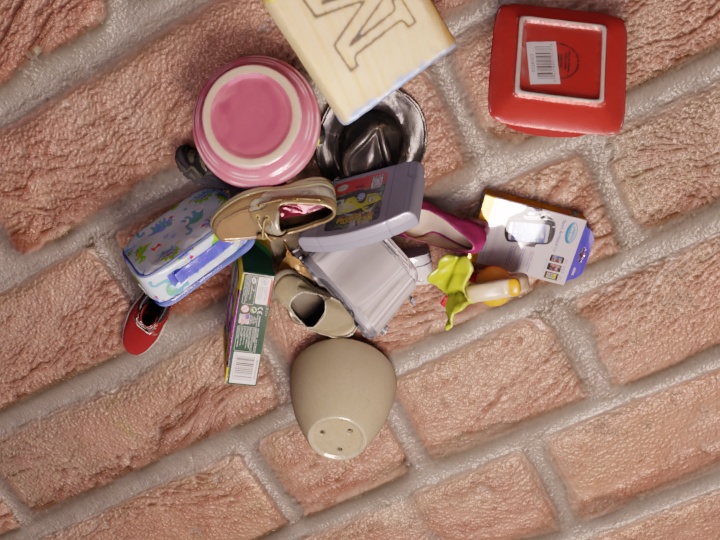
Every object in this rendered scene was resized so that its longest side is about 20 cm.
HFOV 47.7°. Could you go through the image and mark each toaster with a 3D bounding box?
[{"bbox_3d":[0.000,0.000,1.291,0.129,0.114,0.200,-42,83,-7],"label":"toaster"}]

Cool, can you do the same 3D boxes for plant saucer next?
[{"bbox_3d":[-0.159,-0.225,1.218,0.196,0.051,0.205,0,87,3],"label":"plant saucer"}]

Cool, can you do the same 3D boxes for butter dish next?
[{"bbox_3d":[0.282,-0.273,1.213,0.195,0.148,0.204,7,71,1],"label":"butter dish"}]

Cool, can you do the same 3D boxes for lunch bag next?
[{"bbox_3d":[-0.276,-0.039,1.307,0.199,0.160,0.083,-38,125,-14],"label":"lunch bag"}]

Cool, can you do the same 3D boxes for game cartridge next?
[{"bbox_3d":[0.000,-0.092,1.237,0.196,0.135,0.041,-13,137,24],"label":"game cartridge"}]

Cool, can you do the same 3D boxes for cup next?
[{"bbox_3d":[-0.034,0.244,1.426,0.196,0.144,0.204,1,124,2],"label":"cup"}]

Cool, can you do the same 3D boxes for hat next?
[{"bbox_3d":[0.014,-0.193,1.295,0.196,0.081,0.205,2,112,5],"label":"hat"}]

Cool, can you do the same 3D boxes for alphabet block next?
[{"bbox_3d":[-0.006,-0.355,1.159,0.195,0.196,0.201,-34,108,5],"label":"alphabet block"}]

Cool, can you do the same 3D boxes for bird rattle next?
[{"bbox_3d":[0.193,0.035,1.312,0.160,0.200,0.115,-6,85,19],"label":"bird rattle"}]

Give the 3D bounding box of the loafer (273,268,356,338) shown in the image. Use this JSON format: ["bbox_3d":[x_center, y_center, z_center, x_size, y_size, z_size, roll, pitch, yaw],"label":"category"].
[{"bbox_3d":[-0.074,0.071,1.384,0.199,0.069,0.076,31,106,-38],"label":"loafer"}]

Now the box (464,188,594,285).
[{"bbox_3d":[0.283,-0.053,1.353,0.196,0.042,0.121,14,113,-3],"label":"box"}]

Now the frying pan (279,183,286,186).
[{"bbox_3d":[-0.138,-0.116,1.315,0.189,0.031,0.117,33,120,33],"label":"frying pan"}]

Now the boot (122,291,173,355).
[{"bbox_3d":[-0.374,0.089,1.410,0.072,0.145,0.201,30,113,-10],"label":"boot"}]

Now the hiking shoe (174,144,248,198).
[{"bbox_3d":[-0.212,-0.178,1.305,0.198,0.075,0.102,25,108,24],"label":"hiking shoe"}]

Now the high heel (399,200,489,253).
[{"bbox_3d":[0.108,-0.065,1.314,0.196,0.096,0.069,15,113,17],"label":"high heel"}]

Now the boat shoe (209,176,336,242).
[{"bbox_3d":[-0.129,-0.083,1.215,0.196,0.067,0.075,-19,134,0],"label":"boat shoe"}]

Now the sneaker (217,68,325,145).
[{"bbox_3d":[-0.148,-0.241,1.296,0.198,0.078,0.091,29,113,5],"label":"sneaker"}]

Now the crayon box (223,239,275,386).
[{"bbox_3d":[-0.189,0.059,1.363,0.057,0.173,0.204,7,114,-13],"label":"crayon box"}]

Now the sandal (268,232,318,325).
[{"bbox_3d":[-0.112,0.009,1.403,0.079,0.054,0.204,-5,112,7],"label":"sandal"}]

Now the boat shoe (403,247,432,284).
[{"bbox_3d":[0.027,0.014,1.383,0.196,0.074,0.067,-10,107,10],"label":"boat shoe"}]
